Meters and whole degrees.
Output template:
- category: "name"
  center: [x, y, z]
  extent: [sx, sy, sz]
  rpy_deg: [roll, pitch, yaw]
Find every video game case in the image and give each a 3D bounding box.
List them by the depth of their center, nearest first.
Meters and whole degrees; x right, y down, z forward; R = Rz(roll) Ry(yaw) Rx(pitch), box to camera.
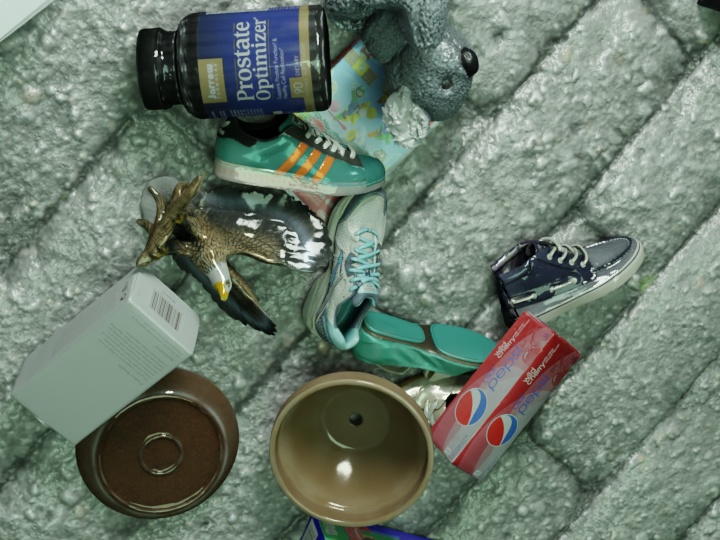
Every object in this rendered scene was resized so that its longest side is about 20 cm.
- category: "video game case"
  center: [-0.015, -0.159, 1.383]
  extent: [0.200, 0.017, 0.143]
  rpy_deg: [-45, 114, 1]

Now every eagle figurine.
- category: "eagle figurine"
  center: [-0.152, -0.020, 1.334]
  extent: [0.199, 0.151, 0.153]
  rpy_deg: [17, 73, -42]

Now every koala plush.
- category: "koala plush"
  center: [0.064, -0.251, 1.303]
  extent: [0.178, 0.182, 0.201]
  rpy_deg: [-53, 134, -37]

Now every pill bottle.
- category: "pill bottle"
  center: [-0.132, -0.219, 1.263]
  extent: [0.197, 0.112, 0.113]
  rpy_deg: [-4, 110, 2]

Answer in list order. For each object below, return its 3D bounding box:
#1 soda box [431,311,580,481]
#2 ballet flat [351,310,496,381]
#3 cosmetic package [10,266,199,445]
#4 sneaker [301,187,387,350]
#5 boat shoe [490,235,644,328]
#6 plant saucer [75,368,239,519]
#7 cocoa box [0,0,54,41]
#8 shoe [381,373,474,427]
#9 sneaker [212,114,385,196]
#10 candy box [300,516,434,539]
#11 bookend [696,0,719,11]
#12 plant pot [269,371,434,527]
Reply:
- category: "soda box"
  center: [0.174, 0.152, 1.453]
  extent: [0.063, 0.070, 0.201]
  rpy_deg: [34, 95, -36]
- category: "ballet flat"
  center: [0.076, 0.101, 1.480]
  extent: [0.198, 0.068, 0.071]
  rpy_deg: [13, 128, -20]
- category: "cosmetic package"
  center: [-0.284, 0.096, 1.327]
  extent: [0.199, 0.074, 0.102]
  rpy_deg: [-35, 116, 21]
- category: "sneaker"
  center: [0.000, 0.000, 1.395]
  extent: [0.077, 0.086, 0.202]
  rpy_deg: [4, 112, -32]
- category: "boat shoe"
  center: [0.256, -0.008, 1.481]
  extent: [0.199, 0.075, 0.093]
  rpy_deg: [-31, 121, -4]
- category: "plant saucer"
  center: [-0.241, 0.216, 1.434]
  extent: [0.198, 0.034, 0.203]
  rpy_deg: [-6, 110, -16]
- category: "cocoa box"
  center: [-0.390, -0.328, 1.152]
  extent: [0.133, 0.131, 0.201]
  rpy_deg: [-38, 114, -1]
- category: "shoe"
  center: [0.120, 0.166, 1.512]
  extent: [0.197, 0.053, 0.071]
  rpy_deg: [-9, 110, -13]
- category: "sneaker"
  center: [-0.063, -0.134, 1.329]
  extent: [0.197, 0.071, 0.081]
  rpy_deg: [4, 111, -16]
- category: "candy box"
  center: [0.033, 0.398, 1.502]
  extent: [0.198, 0.169, 0.078]
  rpy_deg: [21, 105, -22]
- category: "bookend"
  center: [0.550, -0.366, 1.441]
  extent: [0.198, 0.092, 0.200]
  rpy_deg: [21, 103, -23]
- category: "plant pot"
  center: [-0.007, 0.202, 1.450]
  extent: [0.198, 0.093, 0.203]
  rpy_deg: [2, 113, 5]
